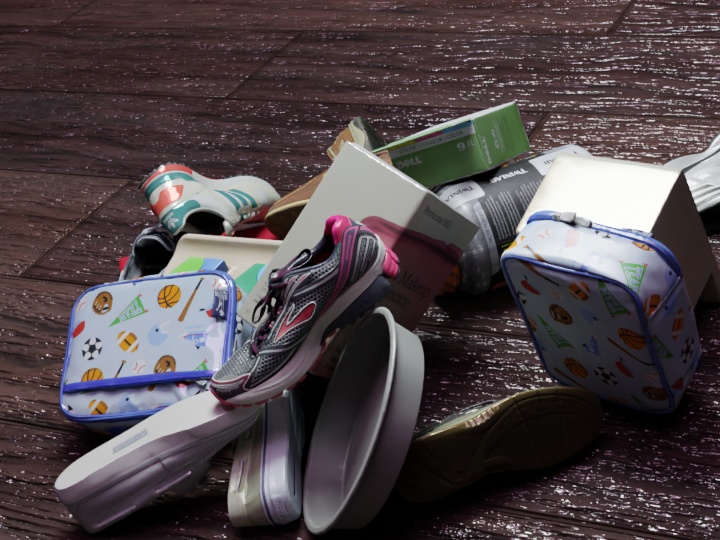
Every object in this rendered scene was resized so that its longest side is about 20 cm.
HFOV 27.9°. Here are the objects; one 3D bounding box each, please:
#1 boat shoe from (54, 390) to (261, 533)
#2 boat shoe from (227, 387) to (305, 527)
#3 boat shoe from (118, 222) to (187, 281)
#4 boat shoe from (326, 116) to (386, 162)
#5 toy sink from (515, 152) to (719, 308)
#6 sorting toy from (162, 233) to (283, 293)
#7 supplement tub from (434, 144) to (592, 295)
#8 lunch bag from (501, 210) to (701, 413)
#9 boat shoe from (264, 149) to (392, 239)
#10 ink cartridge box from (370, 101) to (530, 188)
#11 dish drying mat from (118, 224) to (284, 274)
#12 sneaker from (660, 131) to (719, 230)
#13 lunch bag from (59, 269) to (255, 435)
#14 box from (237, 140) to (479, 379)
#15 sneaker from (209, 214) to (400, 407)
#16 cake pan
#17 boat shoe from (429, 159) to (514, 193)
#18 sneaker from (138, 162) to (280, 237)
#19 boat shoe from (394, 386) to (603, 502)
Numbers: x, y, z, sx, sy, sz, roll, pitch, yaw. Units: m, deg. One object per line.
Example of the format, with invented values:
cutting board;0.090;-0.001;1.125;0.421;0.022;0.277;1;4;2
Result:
boat shoe;-0.171;0.171;1.297;0.200;0.069;0.072;-30;20;-6
boat shoe;-0.088;0.154;1.324;0.062;0.072;0.200;-12;31;7
boat shoe;-0.226;-0.017;1.633;0.072;0.068;0.200;3;39;16
boat shoe;0.006;-0.102;1.737;0.074;0.076;0.200;-35;36;14
toy sink;0.252;-0.002;1.391;0.130;0.200;0.112;13;60;35
sorting toy;-0.152;0.045;1.497;0.185;0.036;0.200;5;54;27
supplement tub;0.158;-0.050;1.534;0.200;0.123;0.123;-19;31;-13
lunch bag;0.210;0.034;1.281;0.160;0.200;0.076;17;56;37
boat shoe;-0.017;-0.086;1.643;0.200;0.072;0.068;-18;44;28
ink cartridge box;0.098;-0.127;1.545;0.104;0.059;0.200;-15;6;26
dish drying mat;-0.180;-0.013;1.692;0.200;0.018;0.077;-13;32;-6
sneaker;0.424;-0.099;1.596;0.200;0.076;0.115;-30;43;-15
lunch bag;-0.192;0.086;1.412;0.200;0.076;0.160;-7;62;23
box;0.000;0.000;1.386;0.109;0.128;0.200;35;94;31
sneaker;-0.061;0.036;1.270;0.200;0.075;0.081;-46;28;-1
cake pan;0.003;0.131;1.234;0.037;0.200;0.200;19;27;-13
boat shoe;0.101;-0.068;1.644;0.065;0.072;0.200;1;33;48
sneaker;-0.160;-0.061;1.662;0.200;0.070;0.093;9;46;-49
boat shoe;0.112;0.145;1.268;0.201;0.072;0.066;-18;10;-16
